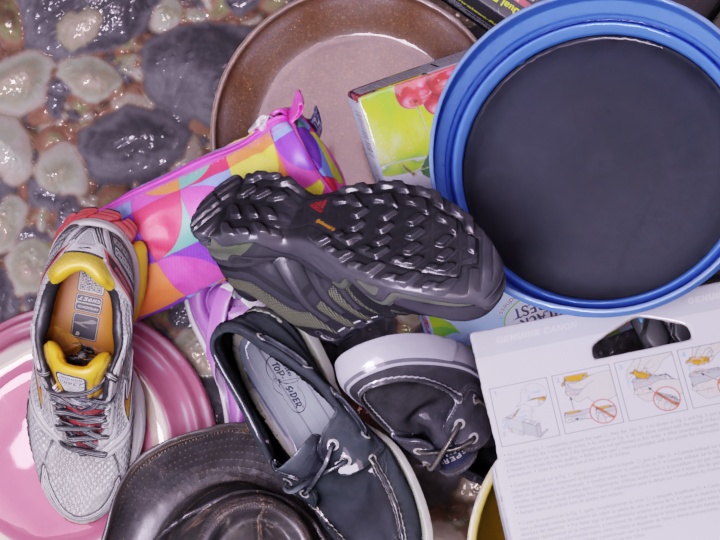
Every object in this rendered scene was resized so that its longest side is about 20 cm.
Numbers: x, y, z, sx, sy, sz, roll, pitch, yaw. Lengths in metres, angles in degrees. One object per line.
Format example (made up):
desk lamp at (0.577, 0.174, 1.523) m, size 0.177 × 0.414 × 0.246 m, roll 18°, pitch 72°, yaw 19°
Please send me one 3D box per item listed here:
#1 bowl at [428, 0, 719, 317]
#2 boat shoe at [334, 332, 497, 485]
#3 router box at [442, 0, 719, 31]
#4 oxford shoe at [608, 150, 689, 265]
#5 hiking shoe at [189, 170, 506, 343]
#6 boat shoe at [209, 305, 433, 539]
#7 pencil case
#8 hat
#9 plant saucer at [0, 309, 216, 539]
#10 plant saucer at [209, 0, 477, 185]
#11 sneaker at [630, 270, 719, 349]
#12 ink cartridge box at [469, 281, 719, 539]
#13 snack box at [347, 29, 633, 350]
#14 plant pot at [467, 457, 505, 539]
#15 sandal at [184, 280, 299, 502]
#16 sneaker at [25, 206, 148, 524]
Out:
bowl at (0.141, -0.067, 1.004) m, size 0.200 × 0.039 × 0.201 m, roll -4°, pitch 73°, yaw 12°
boat shoe at (0.054, 0.096, 1.045) m, size 0.070 × 0.200 × 0.066 m, roll -26°, pitch 59°, yaw 18°
router box at (0.149, -0.212, 1.144) m, size 0.200 × 0.062 × 0.150 m, roll 36°, pitch 86°, yaw 7°
oxford shoe at (0.199, -0.066, 1.068) m, size 0.200 × 0.072 × 0.071 m, roll -53°, pitch 127°, yaw -17°
hiking shoe at (0.000, 0.000, 1.009) m, size 0.200 × 0.101 × 0.076 m, roll 14°, pitch 57°, yaw 28°
boat shoe at (-0.030, 0.105, 1.038) m, size 0.074 × 0.066 × 0.200 m, roll -40°, pitch 68°, yaw 29°
pencil case at (-0.102, -0.035, 1.094) m, size 0.200 × 0.088 × 0.089 m, roll -28°, pitch 82°, yaw 12°
hat at (-0.072, 0.198, 1.064) m, size 0.200 × 0.081 × 0.201 m, roll -1°, pitch 93°, yaw -22°
plant saucer at (-0.196, 0.120, 1.128) m, size 0.200 × 0.051 × 0.201 m, roll 0°, pitch 82°, yaw 3°
plant saucer at (0.000, -0.091, 1.151) m, size 0.200 × 0.037 × 0.201 m, roll 0°, pitch 83°, yaw 3°
sneaker at (0.232, 0.068, 1.085) m, size 0.073 × 0.082 × 0.200 m, roll -40°, pitch 89°, yaw -8°
ink cartridge box at (0.173, 0.100, 0.971) m, size 0.199 × 0.044 × 0.174 m, roll -11°, pitch 57°, yaw 2°
snack box at (0.090, -0.041, 1.093) m, size 0.142 × 0.053 × 0.200 m, roll -19°, pitch 102°, yaw -4°
plant pot at (0.164, 0.176, 1.053) m, size 0.199 × 0.142 × 0.201 m, roll 0°, pitch 83°, yaw 3°
sandal at (-0.068, 0.055, 1.128) m, size 0.082 × 0.050 × 0.203 m, roll -16°, pitch 82°, yaw 1°
sneaker at (-0.176, 0.066, 1.048) m, size 0.078 × 0.082 × 0.201 m, roll 4°, pitch 109°, yaw 3°
